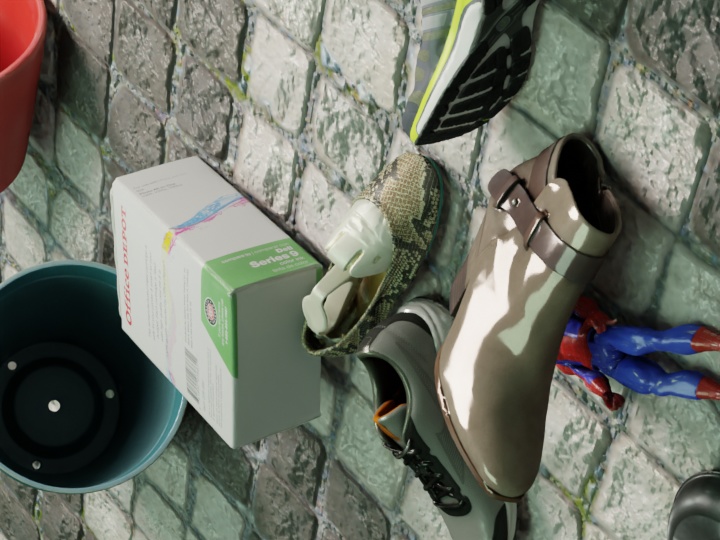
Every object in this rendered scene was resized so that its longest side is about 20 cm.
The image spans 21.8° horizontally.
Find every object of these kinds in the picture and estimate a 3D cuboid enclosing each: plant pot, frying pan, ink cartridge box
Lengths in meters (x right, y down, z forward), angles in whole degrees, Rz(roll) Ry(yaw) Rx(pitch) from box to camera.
[{"bbox_3d":[-0.265,0.110,1.676,0.201,0.199,0.188,62,162,5],"label":"plant pot"},{"bbox_3d":[-0.373,-0.162,1.659,0.200,0.200,0.178,45,150,28],"label":"plant pot"},{"bbox_3d":[0.255,0.202,1.147,0.190,0.031,0.115,42,141,36],"label":"frying pan"},{"bbox_3d":[-0.115,0.021,1.471,0.200,0.087,0.146,38,137,45],"label":"ink cartridge box"}]

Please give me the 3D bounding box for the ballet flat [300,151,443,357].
[{"bbox_3d":[0.000,0.000,1.328,0.068,0.075,0.200,53,144,24],"label":"ballet flat"}]

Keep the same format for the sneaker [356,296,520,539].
[{"bbox_3d":[0.050,0.124,1.333,0.074,0.079,0.201,-11,102,54],"label":"sneaker"}]

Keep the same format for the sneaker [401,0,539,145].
[{"bbox_3d":[0.064,-0.164,1.154,0.081,0.074,0.201,50,136,33],"label":"sneaker"}]

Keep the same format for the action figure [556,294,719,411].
[{"bbox_3d":[0.160,0.051,1.167,0.199,0.052,0.066,15,125,52],"label":"action figure"}]

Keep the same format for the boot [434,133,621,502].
[{"bbox_3d":[0.107,0.019,1.131,0.146,0.070,0.201,-52,35,40],"label":"boot"}]
